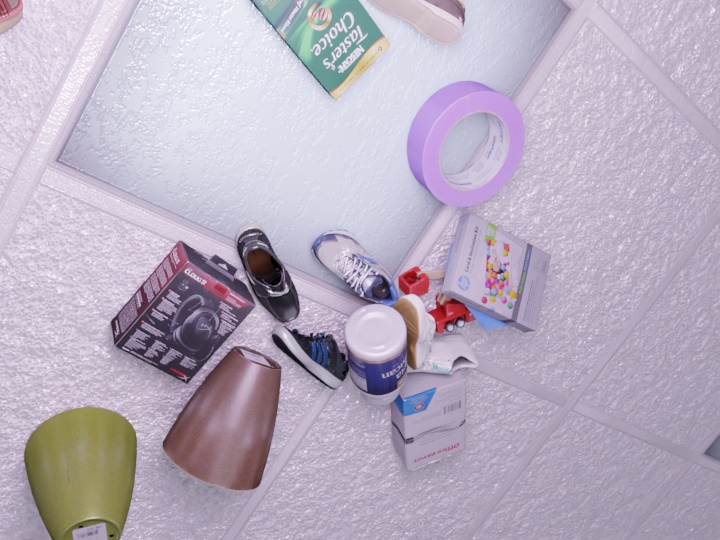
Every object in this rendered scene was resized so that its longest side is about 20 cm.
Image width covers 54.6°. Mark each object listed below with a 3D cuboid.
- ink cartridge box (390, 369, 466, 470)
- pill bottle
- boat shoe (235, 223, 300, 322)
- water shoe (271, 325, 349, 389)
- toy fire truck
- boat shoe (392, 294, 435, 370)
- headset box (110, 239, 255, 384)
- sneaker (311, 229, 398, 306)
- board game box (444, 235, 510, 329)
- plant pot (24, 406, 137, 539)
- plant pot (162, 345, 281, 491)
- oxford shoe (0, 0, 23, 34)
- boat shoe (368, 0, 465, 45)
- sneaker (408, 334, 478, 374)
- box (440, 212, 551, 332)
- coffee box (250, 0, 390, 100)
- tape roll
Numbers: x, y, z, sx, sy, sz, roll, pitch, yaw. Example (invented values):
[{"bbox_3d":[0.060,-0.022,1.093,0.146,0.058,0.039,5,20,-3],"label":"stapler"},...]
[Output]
[{"bbox_3d":[0.142,0.302,1.468,0.142,0.084,0.203,-15,123,-17],"label":"ink cartridge box"},{"bbox_3d":[0.032,0.162,1.274,0.110,0.112,0.202,-22,143,-12],"label":"pill bottle"},{"bbox_3d":[-0.151,0.020,1.170,0.071,0.068,0.202,-29,128,-9],"label":"boat shoe"},{"bbox_3d":[-0.088,0.141,1.283,0.079,0.071,0.200,-54,134,-14],"label":"water shoe"},{"bbox_3d":[0.174,0.044,1.352,0.197,0.049,0.143,-19,122,-18],"label":"toy fire truck"},{"bbox_3d":[0.105,0.102,1.291,0.069,0.071,0.202,-36,148,-22],"label":"boat shoe"},{"bbox_3d":[-0.279,0.062,1.126,0.200,0.077,0.148,-49,128,6],"label":"headset box"},{"bbox_3d":[0.000,0.000,1.218,0.199,0.085,0.077,33,102,-36],"label":"sneaker"},{"bbox_3d":[0.233,0.015,1.331,0.201,0.039,0.158,49,64,-10],"label":"board game box"},{"bbox_3d":[-0.451,0.363,1.144,0.184,0.200,0.190,-12,123,-18],"label":"plant pot"},{"bbox_3d":[-0.220,0.243,1.217,0.185,0.186,0.203,22,93,-34],"label":"plant pot"},{"bbox_3d":[-0.494,-0.273,0.840,0.198,0.071,0.075,-28,154,-10],"label":"oxford shoe"},{"bbox_3d":[0.073,-0.409,1.024,0.198,0.072,0.060,26,65,-22],"label":"boat shoe"},{"bbox_3d":[0.145,0.178,1.393,0.197,0.089,0.076,-7,123,-21],"label":"sneaker"},{"bbox_3d":[0.255,0.005,1.297,0.198,0.041,0.158,25,70,-20],"label":"box"},{"bbox_3d":[-0.056,-0.359,1.001,0.123,0.044,0.200,-42,127,3],"label":"coffee box"},{"bbox_3d":[0.180,-0.214,1.191,0.197,0.066,0.203,-13,123,-20],"label":"tape roll"}]
